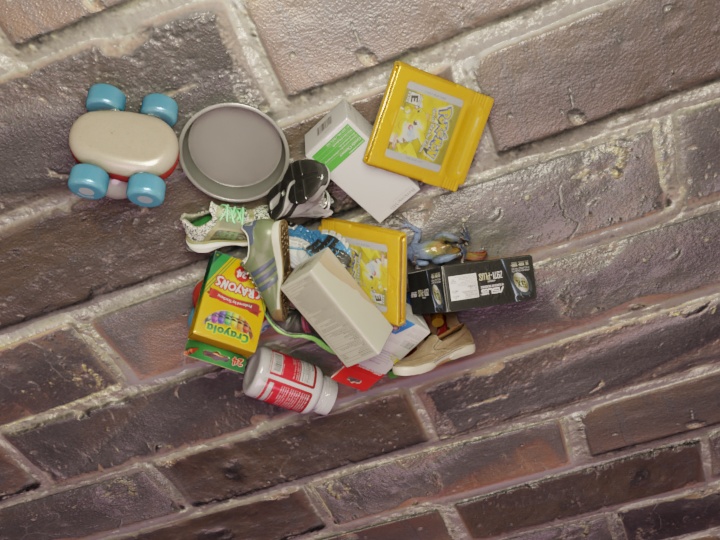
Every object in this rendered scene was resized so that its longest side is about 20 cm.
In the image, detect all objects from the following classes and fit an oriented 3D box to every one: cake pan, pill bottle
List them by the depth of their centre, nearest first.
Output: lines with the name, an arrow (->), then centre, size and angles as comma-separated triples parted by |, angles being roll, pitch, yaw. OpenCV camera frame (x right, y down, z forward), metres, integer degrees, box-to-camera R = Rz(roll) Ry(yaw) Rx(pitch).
cake pan -> -0.225, -0.216, 1.346 | 0.196, 0.037, 0.203 | -2, 130, -3
pill bottle -> -0.155, 0.254, 1.684 | 0.198, 0.113, 0.113 | 23, 124, -21

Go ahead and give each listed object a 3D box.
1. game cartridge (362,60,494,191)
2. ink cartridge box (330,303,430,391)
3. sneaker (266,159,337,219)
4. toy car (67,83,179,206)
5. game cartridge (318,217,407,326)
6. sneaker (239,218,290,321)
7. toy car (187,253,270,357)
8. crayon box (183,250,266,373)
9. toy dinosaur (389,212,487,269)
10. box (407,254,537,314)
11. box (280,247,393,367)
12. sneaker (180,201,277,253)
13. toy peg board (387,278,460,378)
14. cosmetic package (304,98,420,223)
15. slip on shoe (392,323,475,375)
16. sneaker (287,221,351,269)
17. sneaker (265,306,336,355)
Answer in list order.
game cartridge -> 0.119, -0.243, 1.296 | 0.197, 0.032, 0.179 | 13, 104, -24
ink cartridge box -> 0.031, 0.149, 1.526 | 0.200, 0.068, 0.115 | -44, 135, 19
sneaker -> -0.079, -0.145, 1.340 | 0.114, 0.077, 0.200 | -2, 168, -32
toy car -> -0.403, -0.181, 1.299 | 0.174, 0.187, 0.200 | 7, 158, -11
game cartridge -> 0.000, 0.000, 1.430 | 0.198, 0.032, 0.179 | 12, 111, 35
sneaker -> -0.180, -0.004, 1.402 | 0.088, 0.067, 0.203 | 6, 115, 11
toy car -> -0.258, 0.111, 1.503 | 0.175, 0.202, 0.185 | 20, 126, -19
crayon box -> -0.247, 0.079, 1.420 | 0.125, 0.203, 0.051 | 19, 155, -20
toy dinosaur -> 0.130, -0.024, 1.500 | 0.180, 0.106, 0.199 | -17, 142, 34
box -> 0.215, 0.029, 1.458 | 0.197, 0.163, 0.088 | -7, 88, -21
box -> -0.041, 0.069, 1.361 | 0.094, 0.078, 0.201 | -25, 110, 39
sneaker -> -0.251, -0.094, 1.409 | 0.197, 0.078, 0.089 | -15, 142, 7
toy peg board -> 0.110, 0.128, 1.610 | 0.197, 0.099, 0.201 | -18, 128, 10
cosmetic package -> 0.004, -0.195, 1.350 | 0.107, 0.085, 0.199 | -39, 121, 21
slip on shoe -> 0.147, 0.161, 1.526 | 0.197, 0.076, 0.062 | -15, 98, -24
sneaker -> -0.095, -0.031, 1.437 | 0.198, 0.075, 0.088 | 19, 134, 34
sneaker -> -0.095, 0.095, 1.472 | 0.197, 0.077, 0.085 | 19, 118, 5
